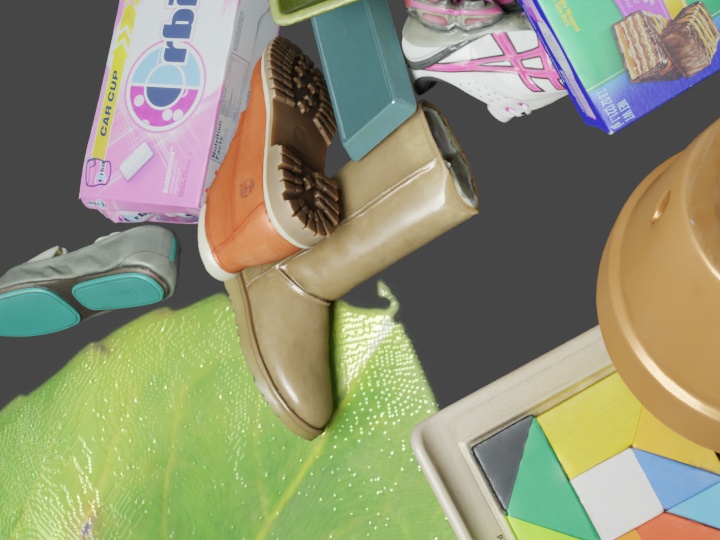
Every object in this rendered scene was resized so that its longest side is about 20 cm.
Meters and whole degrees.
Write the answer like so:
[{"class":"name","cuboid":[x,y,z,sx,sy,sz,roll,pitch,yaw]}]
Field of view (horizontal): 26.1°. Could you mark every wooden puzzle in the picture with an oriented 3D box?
[{"class":"wooden puzzle","cuboid":[0.155,0.134,0.945,0.199,0.037,0.186,-27,85,-8]}]

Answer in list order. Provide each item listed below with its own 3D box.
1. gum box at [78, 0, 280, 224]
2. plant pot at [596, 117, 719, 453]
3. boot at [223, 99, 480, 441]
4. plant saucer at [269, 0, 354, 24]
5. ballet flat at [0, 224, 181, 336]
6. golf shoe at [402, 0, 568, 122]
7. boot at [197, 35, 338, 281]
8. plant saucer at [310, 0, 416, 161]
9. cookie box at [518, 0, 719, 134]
[{"class":"gum box","cuboid":[-0.138,-0.131,1.199,0.113,0.066,0.202,6,81,29]},{"class":"plant pot","cuboid":[0.241,-0.009,0.888,0.198,0.140,0.202,-1,65,2]},{"class":"boot","cuboid":[0.000,0.000,1.110,0.199,0.066,0.176,-33,66,21]},{"class":"plant saucer","cuboid":[0.022,-0.279,1.066,0.198,0.048,0.202,-17,72,16]},{"class":"ballet flat","cuboid":[-0.227,0.007,1.250,0.199,0.067,0.064,-12,50,27]},{"class":"golf shoe","cuboid":[0.123,-0.146,1.071,0.199,0.073,0.093,16,123,25]},{"class":"boot","cuboid":[-0.074,-0.084,1.135,0.107,0.075,0.201,-32,39,32]},{"class":"plant saucer","cuboid":[-0.008,-0.179,1.135,0.070,0.019,0.201,-38,53,36]},{"class":"cookie box","cuboid":[0.192,-0.209,0.951,0.199,0.075,0.172,-31,104,1]}]
